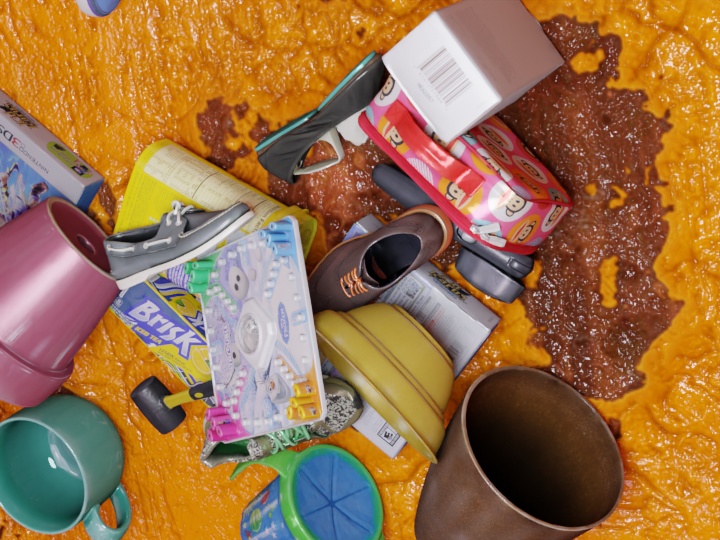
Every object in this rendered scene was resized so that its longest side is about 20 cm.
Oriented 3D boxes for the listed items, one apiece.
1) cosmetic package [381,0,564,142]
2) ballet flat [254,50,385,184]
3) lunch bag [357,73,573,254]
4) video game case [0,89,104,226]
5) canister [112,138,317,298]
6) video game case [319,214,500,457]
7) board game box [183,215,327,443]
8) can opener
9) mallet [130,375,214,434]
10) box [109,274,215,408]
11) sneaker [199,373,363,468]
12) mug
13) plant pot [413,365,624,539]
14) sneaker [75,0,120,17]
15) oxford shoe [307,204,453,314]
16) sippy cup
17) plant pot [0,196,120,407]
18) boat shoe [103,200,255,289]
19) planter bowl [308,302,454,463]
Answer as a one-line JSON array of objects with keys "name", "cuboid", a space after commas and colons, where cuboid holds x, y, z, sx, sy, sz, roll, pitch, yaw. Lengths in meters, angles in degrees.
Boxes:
[{"name": "cosmetic package", "cuboid": [0.109, -0.195, 1.263, 0.074, 0.200, 0.102, -37, 89, 29]}, {"name": "ballet flat", "cuboid": [-0.027, -0.153, 1.424, 0.068, 0.068, 0.200, 50, 130, -8]}, {"name": "lunch bag", "cuboid": [0.096, -0.104, 1.294, 0.200, 0.176, 0.082, 47, 109, 22]}, {"name": "video game case", "cuboid": [-0.424, -0.088, 1.636, 0.181, 0.045, 0.200, 40, 119, 9]}, {"name": "canister", "cuboid": [-0.165, -0.040, 1.508, 0.200, 0.087, 0.149, 30, 117, 15]}, {"name": "video game case", "cuboid": [0.023, 0.072, 1.471, 0.181, 0.045, 0.200, 39, 118, 7]}, {"name": "board game box", "cuboid": [-0.112, 0.065, 1.375, 0.200, 0.026, 0.201, -21, 76, 52]}, {"name": "can opener", "cuboid": [0.093, -0.049, 1.396, 0.200, 0.063, 0.079, 38, 96, 11]}, {"name": "mallet", "cuboid": [-0.196, 0.132, 1.524, 0.066, 0.041, 0.200, 48, 144, -7]}, {"name": "box", "cuboid": [-0.191, 0.079, 1.572, 0.200, 0.064, 0.070, 44, 119, 7]}, {"name": "sneaker", "cuboid": [-0.089, 0.176, 1.465, 0.200, 0.089, 0.077, -19, 114, 23]}, {"name": "mug", "cuboid": [-0.362, 0.244, 1.677, 0.152, 0.114, 0.185, -11, 102, 27]}, {"name": "plant pot", "cuboid": [0.141, 0.231, 1.419, 0.187, 0.187, 0.200, 42, 134, 7]}, {"name": "sneaker", "cuboid": [-0.217, -0.346, 1.433, 0.146, 0.081, 0.200, 24, 110, 21]}, {"name": "oxford shoe", "cuboid": [0.000, 0.000, 1.382, 0.200, 0.073, 0.071, -37, 90, 29]}, {"name": "sippy cup", "cuboid": [-0.065, 0.283, 1.550, 0.130, 0.139, 0.178, -35, 72, 40]}, {"name": "plant pot", "cuboid": [-0.368, 0.022, 1.536, 0.179, 0.200, 0.200, -42, 87, 9]}, {"name": "boat shoe", "cuboid": [-0.197, -0.038, 1.436, 0.200, 0.073, 0.062, -23, 98, 36]}, {"name": "planter bowl", "cuboid": [0.034, 0.093, 1.367, 0.083, 0.200, 0.200, -43, 85, -8]}]
